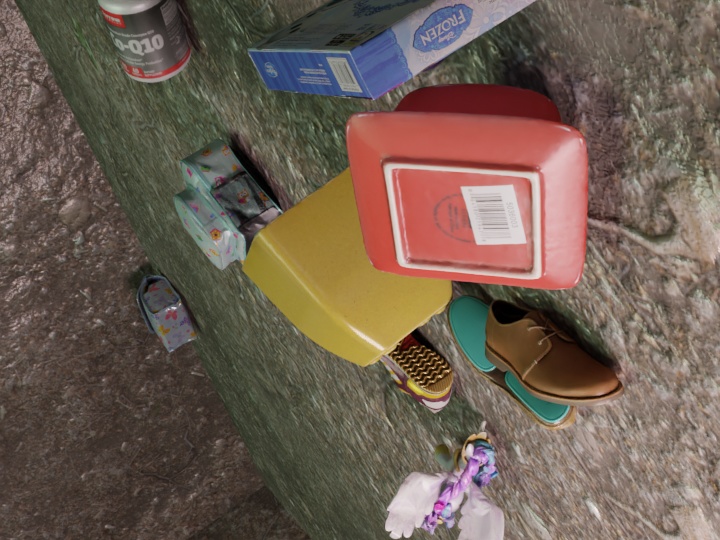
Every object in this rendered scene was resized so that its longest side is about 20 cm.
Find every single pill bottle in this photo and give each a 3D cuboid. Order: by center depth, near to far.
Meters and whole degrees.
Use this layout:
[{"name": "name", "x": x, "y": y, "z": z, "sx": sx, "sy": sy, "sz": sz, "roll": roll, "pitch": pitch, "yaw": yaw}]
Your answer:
[{"name": "pill bottle", "x": -0.336, "y": -0.398, "z": 1.675, "sx": 0.114, "sy": 0.114, "sz": 0.200, "roll": 45, "pitch": 160, "yaw": 34}]

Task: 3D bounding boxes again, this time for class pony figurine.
[{"name": "pony figurine", "x": 0.129, "y": 0.318, "z": 1.566, "sx": 0.166, "sy": 0.194, "sz": 0.200, "roll": 23, "pitch": 160, "yaw": -1}]

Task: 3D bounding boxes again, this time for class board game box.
[{"name": "board game box", "x": 0.036, "y": -0.199, "z": 0.837, "sx": 0.043, "sy": 0.199, "sz": 0.200, "roll": 62, "pitch": 163, "yaw": -23}]

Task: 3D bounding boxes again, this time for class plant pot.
[{"name": "plant pot", "x": 0.000, "y": 0.000, "z": 1.326, "sx": 0.200, "sy": 0.195, "sz": 0.194, "roll": 52, "pitch": 163, "yaw": 3}]

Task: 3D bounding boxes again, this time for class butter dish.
[{"name": "butter dish", "x": 0.103, "y": -0.094, "z": 0.956, "sx": 0.199, "sy": 0.148, "sz": 0.200, "roll": 6, "pitch": 140, "yaw": 15}]

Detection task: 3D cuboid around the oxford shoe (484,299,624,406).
[{"name": "oxford shoe", "x": 0.192, "y": 0.083, "z": 1.138, "sx": 0.200, "sy": 0.071, "sz": 0.072, "roll": 28, "pitch": 132, "yaw": 53}]

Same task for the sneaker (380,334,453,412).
[{"name": "sneaker", "x": 0.054, "y": 0.123, "z": 1.582, "sx": 0.200, "sy": 0.075, "sz": 0.090, "roll": 49, "pitch": 156, "yaw": 28}]

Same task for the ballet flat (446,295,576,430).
[{"name": "ballet flat", "x": 0.175, "y": 0.111, "z": 1.262, "sx": 0.200, "sy": 0.068, "sz": 0.072, "roll": 44, "pitch": 178, "yaw": 28}]

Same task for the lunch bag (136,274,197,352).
[{"name": "lunch bag", "x": -0.606, "y": 0.126, "z": 3.368, "sx": 0.200, "sy": 0.127, "sz": 0.170, "roll": 49, "pitch": 160, "yaw": 48}]

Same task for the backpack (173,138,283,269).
[{"name": "backpack", "x": -0.228, "y": -0.112, "z": 1.832, "sx": 0.200, "sy": 0.153, "sz": 0.176, "roll": 60, "pitch": 170, "yaw": 15}]

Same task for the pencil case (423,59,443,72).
[{"name": "pencil case", "x": 0.015, "y": -0.218, "z": 1.060, "sx": 0.084, "sy": 0.085, "sz": 0.200, "roll": 59, "pitch": 163, "yaw": -12}]
